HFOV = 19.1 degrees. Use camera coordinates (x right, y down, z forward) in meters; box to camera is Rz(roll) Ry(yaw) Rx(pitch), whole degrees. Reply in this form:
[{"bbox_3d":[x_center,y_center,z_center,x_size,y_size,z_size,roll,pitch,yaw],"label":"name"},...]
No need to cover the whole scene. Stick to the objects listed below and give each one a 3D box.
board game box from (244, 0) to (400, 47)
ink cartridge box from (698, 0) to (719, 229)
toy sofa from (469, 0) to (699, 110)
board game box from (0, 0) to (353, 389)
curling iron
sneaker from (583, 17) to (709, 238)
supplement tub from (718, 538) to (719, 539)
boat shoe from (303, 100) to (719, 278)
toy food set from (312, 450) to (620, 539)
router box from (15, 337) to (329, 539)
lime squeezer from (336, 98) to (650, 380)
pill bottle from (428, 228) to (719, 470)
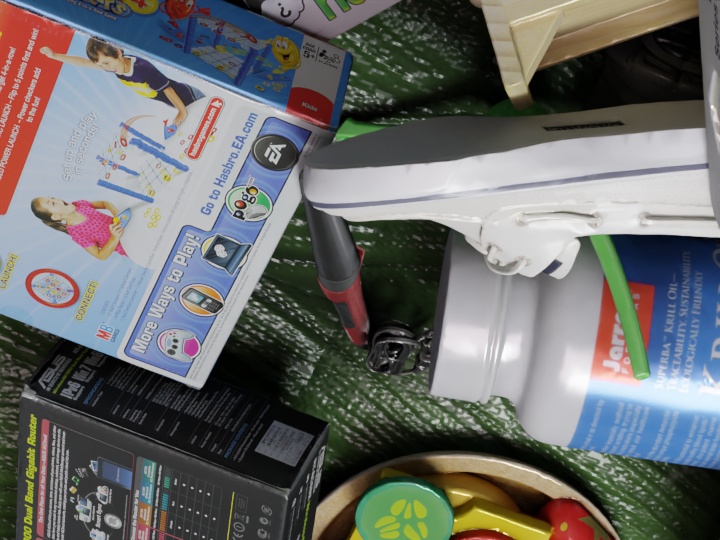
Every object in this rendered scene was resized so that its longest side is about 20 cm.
[{"bbox_3d":[0.016,-0.189,0.932,0.199,0.035,0.126,-27,120,22],"label":"board game box"},{"bbox_3d":[0.242,-0.070,0.844,0.198,0.084,0.147,-14,128,-1],"label":"ink cartridge box"},{"bbox_3d":[0.139,-0.146,0.906,0.198,0.083,0.098,-18,85,7],"label":"toy sofa"},{"bbox_3d":[-0.129,-0.054,1.005,0.194,0.056,0.201,22,135,-10],"label":"board game box"},{"bbox_3d":[0.000,0.000,1.025,0.049,0.026,0.200,1,152,16],"label":"curling iron"},{"bbox_3d":[0.194,-0.050,1.000,0.199,0.076,0.091,24,131,-1],"label":"sneaker"},{"bbox_3d":[0.234,0.180,1.052,0.143,0.147,0.200,-1,170,5],"label":"supplement tub"},{"bbox_3d":[0.075,-0.029,0.926,0.198,0.071,0.071,-6,107,-7],"label":"boat shoe"},{"bbox_3d":[0.050,0.181,1.181,0.196,0.049,0.201,19,125,-8],"label":"toy food set"},{"bbox_3d":[-0.104,0.142,1.130,0.149,0.062,0.201,19,130,11],"label":"router box"},{"bbox_3d":[0.077,-0.037,0.985,0.071,0.200,0.038,-43,153,-12],"label":"lime squeezer"},{"bbox_3d":[0.135,0.034,1.031,0.198,0.113,0.113,7,126,-1],"label":"pill bottle"}]
